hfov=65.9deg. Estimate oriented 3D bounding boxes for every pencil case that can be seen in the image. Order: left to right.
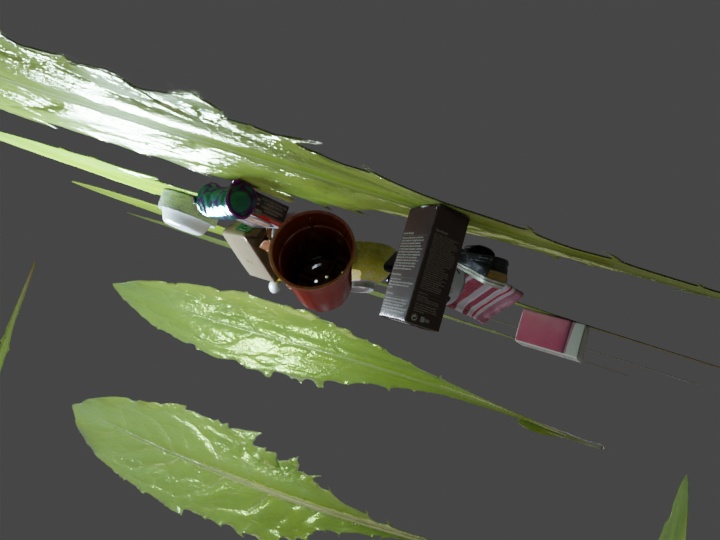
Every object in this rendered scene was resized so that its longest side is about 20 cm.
[{"bbox_3d":[-0.324,-0.169,1.329,0.084,0.094,0.199,-19,-163,-35],"label":"pencil case"}]

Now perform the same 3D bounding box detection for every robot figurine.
[{"bbox_3d":[0.153,0.013,1.331,0.198,0.127,0.150,15,173,34],"label":"robot figurine"}]

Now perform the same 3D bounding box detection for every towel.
[{"bbox_3d":[0.306,0.066,1.424,0.198,0.023,0.144,25,128,-34],"label":"towel"}]

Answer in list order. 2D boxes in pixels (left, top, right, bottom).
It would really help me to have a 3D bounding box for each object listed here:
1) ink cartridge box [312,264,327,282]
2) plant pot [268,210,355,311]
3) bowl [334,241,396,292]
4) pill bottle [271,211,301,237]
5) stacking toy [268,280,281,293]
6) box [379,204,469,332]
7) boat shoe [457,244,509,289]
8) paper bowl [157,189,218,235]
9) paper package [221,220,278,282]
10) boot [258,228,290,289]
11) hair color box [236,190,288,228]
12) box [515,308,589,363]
[{"bbox_3d":[-0.093,-0.020,1.688,0.083,0.148,0.199,22,172,-27],"label":"ink cartridge box"},{"bbox_3d":[-0.101,-0.005,1.329,0.198,0.203,0.196,17,156,13],"label":"plant pot"},{"bbox_3d":[0.000,0.000,1.504,0.197,0.109,0.200,1,166,0],"label":"bowl"},{"bbox_3d":[-0.155,-0.079,1.496,0.111,0.115,0.200,16,174,15],"label":"pill bottle"},{"bbox_3d":[-0.319,-0.010,2.187,0.144,0.203,0.146,18,174,2],"label":"stacking toy"},{"bbox_3d":[0.108,-0.004,0.951,0.074,0.203,0.100,18,175,-24],"label":"box"},{"bbox_3d":[0.236,-0.020,1.111,0.074,0.063,0.200,15,-169,-19],"label":"boat shoe"},{"bbox_3d":[-0.575,-0.186,1.848,0.198,0.106,0.201,19,173,2],"label":"paper bowl"},{"bbox_3d":[-0.328,-0.071,1.786,0.199,0.103,0.192,13,139,54],"label":"paper package"},{"bbox_3d":[-0.237,-0.048,1.693,0.153,0.202,0.074,15,-162,-21],"label":"boot"},{"bbox_3d":[-0.275,-0.155,1.425,0.101,0.062,0.199,23,172,-32],"label":"hair color box"},{"bbox_3d":[0.613,0.208,1.772,0.198,0.111,0.128,14,173,30],"label":"box"}]
